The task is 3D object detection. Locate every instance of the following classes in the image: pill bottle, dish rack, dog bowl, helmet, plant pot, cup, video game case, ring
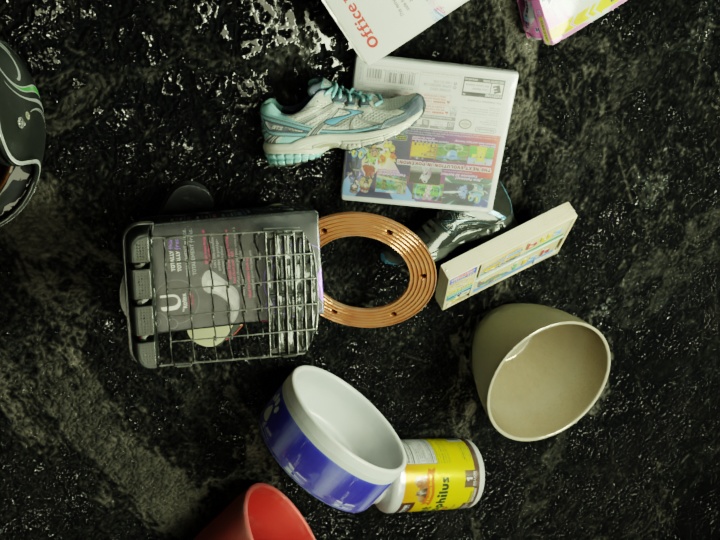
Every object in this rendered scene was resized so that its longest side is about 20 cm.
[{"bbox_3d":[0.085,0.318,1.205,0.199,0.109,0.110,4,115,-23],"label":"pill bottle"},{"bbox_3d":[-0.144,0.025,0.811,0.198,0.055,0.155,-3,101,-14],"label":"dish rack"},{"bbox_3d":[-0.037,0.226,1.052,0.200,0.200,0.079,32,105,-32],"label":"dog bowl"},{"bbox_3d":[-0.391,-0.138,0.723,0.198,0.191,0.202,2,79,-11],"label":"helmet"},{"bbox_3d":[-0.174,0.444,1.130,0.177,0.201,0.201,-34,124,10],"label":"plant pot"},{"bbox_3d":[0.244,0.128,1.147,0.199,0.143,0.202,-9,119,-17],"label":"cup"},{"bbox_3d":[0.082,-0.167,0.964,0.198,0.023,0.183,5,115,-5],"label":"video game case"},{"bbox_3d":[0.000,0.000,1.010,0.199,0.019,0.201,4,134,5],"label":"ring"}]

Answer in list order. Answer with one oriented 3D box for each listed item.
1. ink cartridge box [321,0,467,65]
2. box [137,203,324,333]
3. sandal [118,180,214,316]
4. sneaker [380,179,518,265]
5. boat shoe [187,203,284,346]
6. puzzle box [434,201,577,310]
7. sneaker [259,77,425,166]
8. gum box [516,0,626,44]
[{"bbox_3d":[0.047,-0.342,0.827,0.199,0.084,0.145,-30,124,13],"label":"ink cartridge box"},{"bbox_3d":[-0.149,-0.006,0.885,0.198,0.106,0.123,-5,100,-13],"label":"box"},{"bbox_3d":[-0.239,-0.013,0.938,0.076,0.043,0.201,15,110,-28],"label":"sandal"},{"bbox_3d":[0.113,-0.064,1.048,0.199,0.073,0.082,-20,104,-15],"label":"sneaker"},{"bbox_3d":[-0.149,0.004,0.976,0.073,0.063,0.202,32,89,-1],"label":"boat shoe"},{"bbox_3d":[0.199,-0.017,1.077,0.199,0.026,0.133,-26,160,-7],"label":"puzzle box"},{"bbox_3d":[-0.024,-0.183,0.898,0.199,0.078,0.087,-15,110,3],"label":"sneaker"},{"bbox_3d":[0.275,-0.373,0.937,0.199,0.066,0.114,-31,122,-3],"label":"gum box"}]
